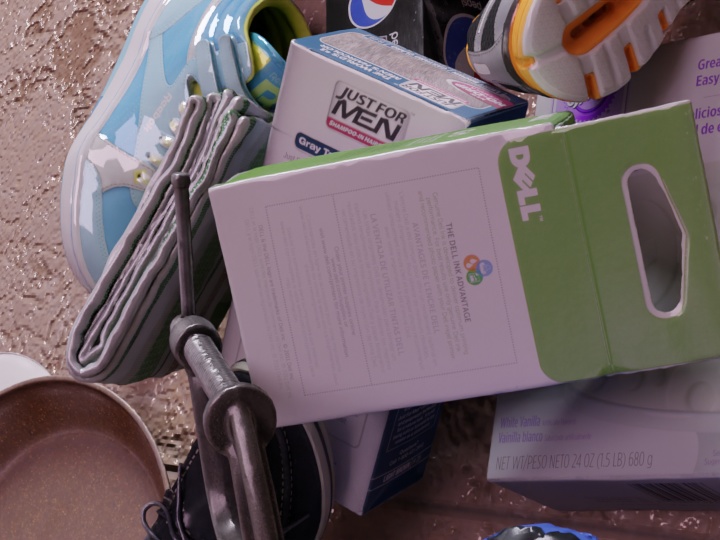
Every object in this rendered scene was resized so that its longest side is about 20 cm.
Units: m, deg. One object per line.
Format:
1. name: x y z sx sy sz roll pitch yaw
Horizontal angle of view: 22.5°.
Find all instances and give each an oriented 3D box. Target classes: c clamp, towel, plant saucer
1. c clamp: -0.056 0.066 0.724 0.200 0.027 0.172 -131 34 -69
2. towel: -0.082 -0.014 0.908 0.031 0.200 0.150 31 93 7
3. plant saucer: -0.174 0.160 1.001 0.200 0.037 0.201 -12 67 29

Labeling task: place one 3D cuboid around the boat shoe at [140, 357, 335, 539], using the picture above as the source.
1. boat shoe: -0.064 0.127 0.850 0.075 0.062 0.201 35 128 20

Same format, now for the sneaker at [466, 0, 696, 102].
1. sneaker: 0.125 -0.143 0.808 0.200 0.078 0.077 -35 16 -25

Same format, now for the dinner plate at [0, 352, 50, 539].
1. dinner plate: -0.248 0.144 1.106 0.200 0.024 0.201 -21 56 36

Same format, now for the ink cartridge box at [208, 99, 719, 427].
1. ink cartridge box: 0.047 -0.005 0.736 0.199 0.059 0.104 -10 98 16

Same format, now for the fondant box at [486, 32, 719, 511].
1. fondant box: 0.138 0.001 0.784 0.144 0.058 0.201 -7 65 41

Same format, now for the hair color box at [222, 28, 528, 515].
1. hair color box: 0.000 0.000 0.839 0.100 0.060 0.201 27 116 26

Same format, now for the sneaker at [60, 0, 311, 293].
1. sneaker: -0.092 -0.076 1.023 0.130 0.079 0.201 6 76 46

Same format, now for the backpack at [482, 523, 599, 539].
1. backpack: 0.061 0.197 0.682 0.200 0.168 0.163 -45 53 15

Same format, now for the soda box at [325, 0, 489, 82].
1. soda box: 0.026 -0.096 0.931 0.071 0.063 0.201 -19 59 35
